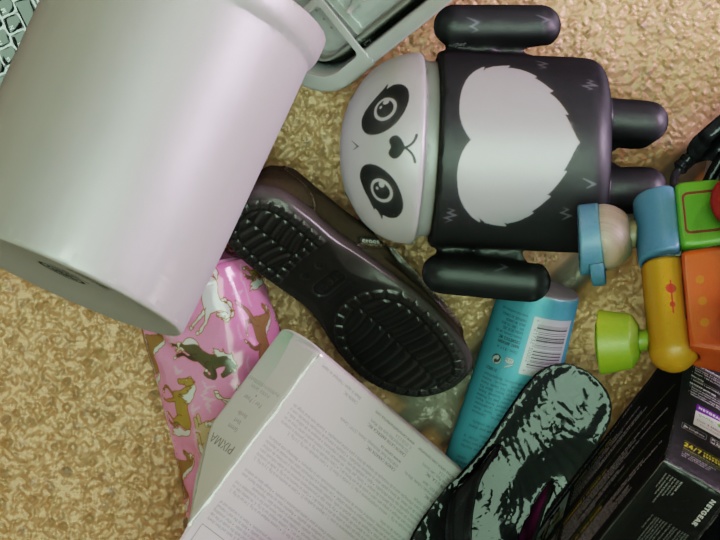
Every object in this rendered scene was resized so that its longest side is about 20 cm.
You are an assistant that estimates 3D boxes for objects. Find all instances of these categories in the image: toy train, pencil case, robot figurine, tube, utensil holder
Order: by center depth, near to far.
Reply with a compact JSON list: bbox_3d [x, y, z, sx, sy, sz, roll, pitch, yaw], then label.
[{"bbox_3d":[0.188,0.043,1.581,0.116,0.085,0.200,-6,67,7],"label":"toy train"},{"bbox_3d":[-0.137,-0.083,1.612,0.170,0.170,0.200,25,81,-5],"label":"utensil holder"},{"bbox_3d":[0.087,-0.073,1.674,0.200,0.150,0.125,3,138,-3],"label":"robot figurine"},{"bbox_3d":[-0.085,0.086,1.714,0.083,0.086,0.200,-21,101,-36],"label":"pencil case"},{"bbox_3d":[0.091,0.104,1.743,0.077,0.050,0.200,15,102,-1],"label":"tube"}]

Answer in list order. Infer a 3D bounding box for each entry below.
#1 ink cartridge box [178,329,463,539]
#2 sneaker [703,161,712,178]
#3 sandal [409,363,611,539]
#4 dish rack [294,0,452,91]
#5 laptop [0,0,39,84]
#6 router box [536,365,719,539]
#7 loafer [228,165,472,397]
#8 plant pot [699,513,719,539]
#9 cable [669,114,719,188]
[{"bbox_3d":[-0.046,0.160,1.673,0.200,0.050,0.161,-52,127,-5],"label":"ink cartridge box"},{"bbox_3d":[0.269,0.020,1.719,0.118,0.074,0.201,7,96,1],"label":"sneaker"},{"bbox_3d":[0.087,0.146,1.684,0.075,0.048,0.201,30,85,-3],"label":"sandal"},{"bbox_3d":[-0.009,-0.222,1.657,0.200,0.044,0.172,-36,98,35],"label":"dish rack"},{"bbox_3d":[-0.240,-0.135,1.660,0.200,0.116,0.187,-24,99,2],"label":"laptop"},{"bbox_3d":[0.163,0.149,1.661,0.051,0.149,0.200,30,124,-5],"label":"router box"},{"bbox_3d":[0.000,0.000,1.706,0.073,0.071,0.200,-30,119,28],"label":"loafer"},{"bbox_3d":[0.267,0.248,1.684,0.199,0.200,0.177,27,112,-23],"label":"plant pot"},{"bbox_3d":[0.301,-0.059,1.656,0.200,0.051,0.163,-38,83,2],"label":"cable"}]
